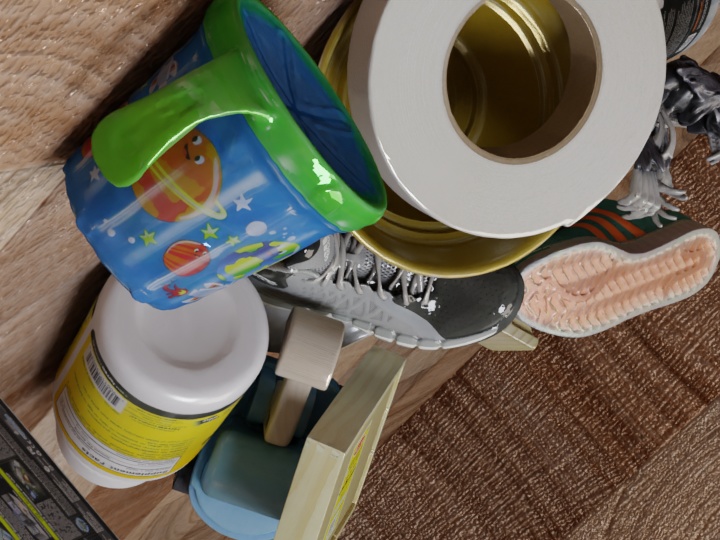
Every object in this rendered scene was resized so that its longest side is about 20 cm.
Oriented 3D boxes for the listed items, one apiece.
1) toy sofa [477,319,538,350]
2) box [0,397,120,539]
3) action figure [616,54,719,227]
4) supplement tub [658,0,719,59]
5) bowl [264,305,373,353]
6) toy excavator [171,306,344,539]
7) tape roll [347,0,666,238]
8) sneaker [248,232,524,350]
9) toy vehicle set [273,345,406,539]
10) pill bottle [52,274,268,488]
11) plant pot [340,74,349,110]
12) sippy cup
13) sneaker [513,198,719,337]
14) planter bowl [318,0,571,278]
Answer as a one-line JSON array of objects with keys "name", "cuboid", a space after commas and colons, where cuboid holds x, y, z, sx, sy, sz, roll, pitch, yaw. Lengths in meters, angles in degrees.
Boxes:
[{"name": "toy sofa", "cuboid": [0.109, -0.048, 1.459, 0.201, 0.097, 0.083, -66, -163, -10]}, {"name": "box", "cuboid": [-0.206, 0.149, 1.128, 0.044, 0.200, 0.160, -44, 172, 16]}, {"name": "action figure", "cuboid": [0.181, -0.078, 1.311, 0.199, 0.103, 0.119, -16, 168, 26]}, {"name": "supplement tub", "cuboid": [0.164, -0.189, 1.385, 0.123, 0.123, 0.200, -48, 170, 31]}, {"name": "bowl", "cuboid": [-0.019, 0.010, 1.451, 0.200, 0.091, 0.201, -25, 177, -1]}, {"name": "toy excavator", "cuboid": [-0.057, 0.106, 1.364, 0.200, 0.099, 0.196, -103, -147, -77]}, {"name": "tape roll", "cuboid": [0.089, -0.119, 1.197, 0.203, 0.203, 0.037, -41, -154, -9]}, {"name": "sneaker", "cuboid": [0.000, 0.000, 1.271, 0.115, 0.198, 0.076, 45, 52, -72]}, {"name": "toy vehicle set", "cuboid": [-0.018, 0.138, 1.346, 0.200, 0.026, 0.125, -50, 159, -71]}, {"name": "pill bottle", "cuboid": [-0.139, 0.071, 1.322, 0.112, 0.113, 0.200, -37, 173, -31]}, {"name": "plant pot", "cuboid": [-0.043, -0.074, 1.348, 0.200, 0.028, 0.200, -41, 170, -9]}, {"name": "sippy cup", "cuboid": [-0.076, -0.051, 1.026, 0.130, 0.140, 0.178, -33, 129, 14]}, {"name": "sneaker", "cuboid": [0.156, -0.006, 1.385, 0.199, 0.080, 0.072, -9, 117, -40]}, {"name": "planter bowl", "cuboid": [0.047, -0.101, 1.256, 0.200, 0.201, 0.083, -40, -158, -12]}]
